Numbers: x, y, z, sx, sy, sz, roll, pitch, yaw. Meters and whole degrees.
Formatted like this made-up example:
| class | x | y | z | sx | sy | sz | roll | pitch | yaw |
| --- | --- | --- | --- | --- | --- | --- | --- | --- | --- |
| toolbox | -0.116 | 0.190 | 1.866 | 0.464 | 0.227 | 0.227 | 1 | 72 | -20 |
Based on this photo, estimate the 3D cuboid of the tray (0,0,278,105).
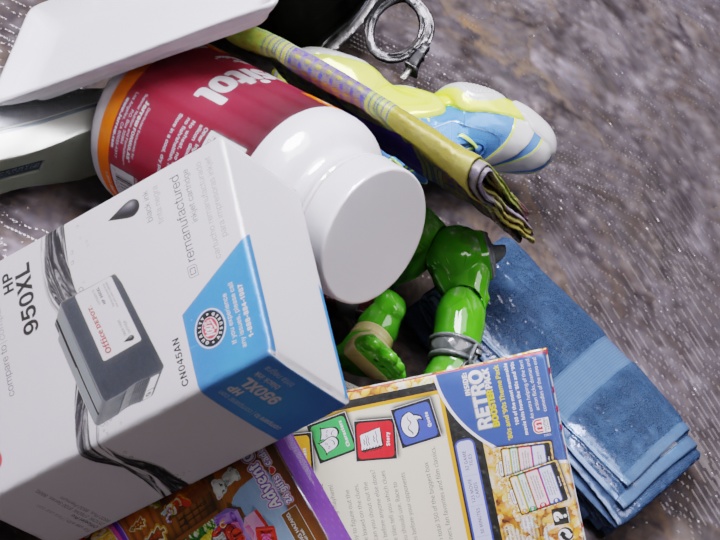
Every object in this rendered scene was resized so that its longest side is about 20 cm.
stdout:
| class | x | y | z | sx | sy | sz | roll | pitch | yaw |
| --- | --- | --- | --- | --- | --- | --- | --- | --- | --- |
| tray | -0.125 | -0.152 | 1.508 | 0.022 | 0.199 | 0.108 | 59 | 27 | -31 |

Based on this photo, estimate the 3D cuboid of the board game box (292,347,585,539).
| class | x | y | z | sx | sy | sz | roll | pitch | yaw |
| --- | --- | --- | --- | --- | --- | --- | --- | --- | --- |
| board game box | 0.025 | 0.139 | 1.427 | 0.199 | 0.046 | 0.152 | -11 | 77 | 2 |

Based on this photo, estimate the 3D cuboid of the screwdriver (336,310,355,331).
| class | x | y | z | sx | sy | sz | roll | pitch | yaw |
| --- | --- | --- | --- | --- | --- | --- | --- | --- | --- |
| screwdriver | -0.052 | -0.026 | 1.622 | 0.028 | 0.029 | 0.200 | -26 | 80 | -39 |

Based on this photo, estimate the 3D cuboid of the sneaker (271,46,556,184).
| class | x | y | z | sx | sy | sz | roll | pitch | yaw |
| --- | --- | --- | --- | --- | --- | --- | --- | --- | --- |
| sneaker | 0.029 | -0.075 | 1.666 | 0.199 | 0.076 | 0.105 | 14 | 60 | -3 |

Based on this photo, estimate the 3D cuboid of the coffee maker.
| class | x | y | z | sx | sy | sz | roll | pitch | yaw |
| --- | --- | --- | --- | --- | --- | --- | --- | --- | --- |
| coffee maker | -0.035 | -0.233 | 1.628 | 0.191 | 0.200 | 0.135 | 15 | 76 | 4 |

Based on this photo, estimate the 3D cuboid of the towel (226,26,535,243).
| class | x | y | z | sx | sy | sz | roll | pitch | yaw |
| --- | --- | --- | --- | --- | --- | --- | --- | --- | --- |
| towel | 0.015 | -0.085 | 1.536 | 0.200 | 0.144 | 0.023 | 33 | 88 | 21 |

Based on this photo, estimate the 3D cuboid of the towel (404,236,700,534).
| class | x | y | z | sx | sy | sz | roll | pitch | yaw |
| --- | --- | --- | --- | --- | --- | --- | --- | --- | --- |
| towel | 0.128 | 0.070 | 1.623 | 0.200 | 0.049 | 0.112 | 47 | 48 | 10 |

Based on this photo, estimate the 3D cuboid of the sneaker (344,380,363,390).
| class | x | y | z | sx | sy | sz | roll | pitch | yaw |
| --- | --- | --- | --- | --- | --- | --- | --- | --- | --- |
| sneaker | 0.008 | 0.112 | 1.511 | 0.200 | 0.077 | 0.085 | 43 | 42 | 4 |

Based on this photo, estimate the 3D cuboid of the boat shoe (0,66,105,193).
| class | x | y | z | sx | sy | sz | roll | pitch | yaw |
| --- | --- | --- | --- | --- | --- | --- | --- | --- | --- |
| boat shoe | -0.209 | -0.093 | 1.547 | 0.200 | 0.070 | 0.072 | -17 | 69 | -33 |

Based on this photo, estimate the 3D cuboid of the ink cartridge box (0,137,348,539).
| class | x | y | z | sx | sy | sz | roll | pitch | yaw |
| --- | --- | --- | --- | --- | --- | --- | --- | --- | --- |
| ink cartridge box | -0.122 | 0.042 | 1.372 | 0.084 | 0.200 | 0.145 | 35 | 33 | -51 |

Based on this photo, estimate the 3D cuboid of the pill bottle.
| class | x | y | z | sx | sy | sz | roll | pitch | yaw |
| --- | --- | --- | --- | --- | --- | --- | --- | --- | --- |
| pill bottle | -0.060 | -0.057 | 1.491 | 0.113 | 0.113 | 0.200 | -24 | 39 | -38 |

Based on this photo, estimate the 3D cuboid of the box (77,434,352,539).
| class | x | y | z | sx | sy | sz | roll | pitch | yaw |
| --- | --- | --- | --- | --- | --- | --- | --- | --- | --- |
| box | -0.065 | 0.183 | 1.380 | 0.200 | 0.137 | 0.039 | 59 | 15 | 20 |

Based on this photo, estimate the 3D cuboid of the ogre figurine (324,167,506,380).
| class | x | y | z | sx | sy | sz | roll | pitch | yaw |
| --- | --- | --- | --- | --- | --- | --- | --- | --- | --- |
| ogre figurine | 0.000 | 0.000 | 1.561 | 0.200 | 0.098 | 0.120 | 17 | 63 | 34 |
